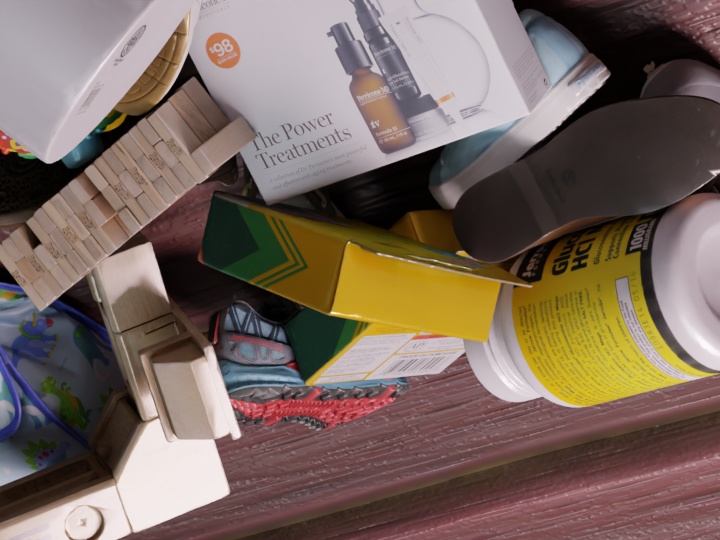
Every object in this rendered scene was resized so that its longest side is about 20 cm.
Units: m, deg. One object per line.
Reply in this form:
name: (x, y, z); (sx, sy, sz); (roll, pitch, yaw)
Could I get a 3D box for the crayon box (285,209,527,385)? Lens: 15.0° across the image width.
crayon box: (0.053, 0.010, 1.893); (0.125, 0.052, 0.200); (-3, 155, -38)

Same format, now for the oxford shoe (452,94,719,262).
oxford shoe: (0.155, -0.064, 1.731); (0.199, 0.072, 0.071); (-20, 179, 31)

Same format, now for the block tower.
block tower: (-0.154, -0.050, 1.757); (0.200, 0.054, 0.058); (-34, 97, 40)

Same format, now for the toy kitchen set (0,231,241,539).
toy kitchen set: (-0.191, 0.100, 1.890); (0.180, 0.163, 0.201); (-21, 111, -13)

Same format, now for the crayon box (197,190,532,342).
crayon box: (0.000, 0.000, 1.740); (0.126, 0.051, 0.200); (11, -175, -34)

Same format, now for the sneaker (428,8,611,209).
sneaker: (0.087, -0.110, 1.771); (0.082, 0.074, 0.200); (50, 144, 2)

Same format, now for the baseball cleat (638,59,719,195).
baseball cleat: (0.245, -0.057, 1.769); (0.070, 0.107, 0.200); (-39, 140, 2)

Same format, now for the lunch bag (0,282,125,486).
lunch bag: (-0.270, 0.098, 2.053); (0.200, 0.128, 0.170); (42, 133, -23)

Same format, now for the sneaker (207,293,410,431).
sneaker: (-0.036, 0.058, 1.990); (0.079, 0.096, 0.200); (-25, 161, 31)

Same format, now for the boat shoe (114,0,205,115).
boat shoe: (-0.116, -0.185, 1.659); (0.071, 0.069, 0.201); (27, 128, 9)

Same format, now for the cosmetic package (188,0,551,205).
cosmetic package: (-0.003, -0.141, 1.691); (0.199, 0.052, 0.151); (-19, 106, 30)

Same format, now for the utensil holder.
utensil holder: (-0.205, -0.184, 1.558); (0.200, 0.170, 0.170); (38, 140, 1)

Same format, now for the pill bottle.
pill bottle: (0.164, 0.025, 1.768); (0.112, 0.113, 0.199); (34, 146, -32)

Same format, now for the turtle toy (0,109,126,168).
turtle toy: (-0.233, -0.125, 1.756); (0.199, 0.102, 0.146); (5, 144, 2)

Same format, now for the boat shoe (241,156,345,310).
boat shoe: (-0.044, -0.025, 1.894); (0.072, 0.061, 0.202); (-1, 143, 10)

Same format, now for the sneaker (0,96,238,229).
sneaker: (-0.176, -0.056, 1.867); (0.199, 0.071, 0.076); (-15, 140, 27)
